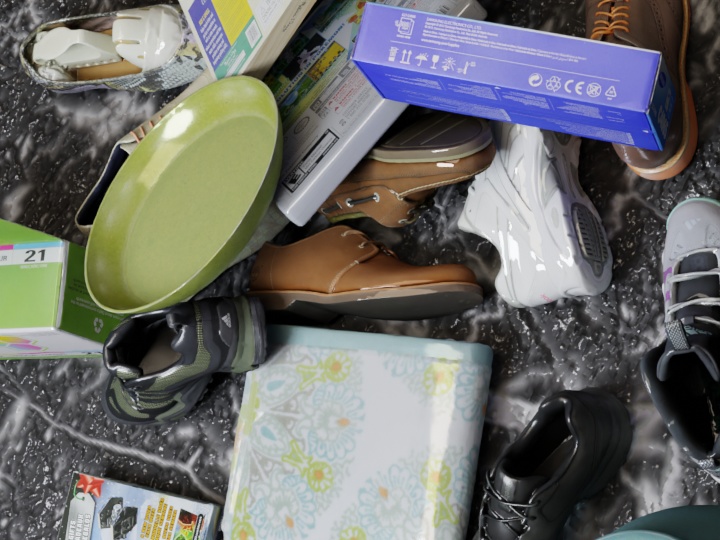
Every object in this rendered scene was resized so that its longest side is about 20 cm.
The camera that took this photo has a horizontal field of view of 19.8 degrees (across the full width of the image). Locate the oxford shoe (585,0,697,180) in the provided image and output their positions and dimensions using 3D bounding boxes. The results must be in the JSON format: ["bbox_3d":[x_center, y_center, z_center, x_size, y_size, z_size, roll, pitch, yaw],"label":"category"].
[{"bbox_3d":[0.188,-0.166,1.430,0.071,0.073,0.201,-19,69,25],"label":"oxford shoe"}]

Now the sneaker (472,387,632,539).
[{"bbox_3d":[0.107,0.165,1.389,0.076,0.091,0.201,24,92,30],"label":"sneaker"}]

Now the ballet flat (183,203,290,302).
[{"bbox_3d":[-0.111,-0.034,1.579,0.200,0.062,0.068,-44,61,14],"label":"ballet flat"}]

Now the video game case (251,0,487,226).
[{"bbox_3d":[-0.014,-0.141,1.510,0.200,0.022,0.182,-49,31,2],"label":"video game case"}]

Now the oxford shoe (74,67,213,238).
[{"bbox_3d":[-0.144,-0.094,1.605,0.071,0.074,0.200,40,98,34],"label":"oxford shoe"}]

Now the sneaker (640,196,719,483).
[{"bbox_3d":[0.219,0.036,1.323,0.078,0.140,0.201,-21,69,25],"label":"sneaker"}]

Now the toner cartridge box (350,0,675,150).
[{"bbox_3d":[0.102,-0.127,1.357,0.199,0.095,0.043,12,83,16],"label":"toner cartridge box"}]

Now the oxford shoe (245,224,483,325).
[{"bbox_3d":[0.000,0.000,1.504,0.199,0.071,0.072,0,75,32],"label":"oxford shoe"}]

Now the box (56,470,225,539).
[{"bbox_3d":[-0.178,0.263,1.560,0.137,0.040,0.201,10,83,31],"label":"box"}]

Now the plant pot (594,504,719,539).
[{"bbox_3d":[0.201,0.231,1.260,0.199,0.188,0.201,-8,74,29],"label":"plant pot"}]

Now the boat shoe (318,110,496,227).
[{"bbox_3d":[0.032,-0.070,1.483,0.200,0.072,0.068,3,116,54],"label":"boat shoe"}]

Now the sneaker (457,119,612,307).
[{"bbox_3d":[0.106,-0.067,1.455,0.099,0.078,0.201,-21,68,28],"label":"sneaker"}]

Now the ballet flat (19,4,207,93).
[{"bbox_3d":[-0.193,-0.179,1.659,0.200,0.072,0.072,-5,76,29],"label":"ballet flat"}]

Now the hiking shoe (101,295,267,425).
[{"bbox_3d":[-0.155,0.061,1.536,0.200,0.100,0.076,-34,56,47],"label":"hiking shoe"}]

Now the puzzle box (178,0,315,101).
[{"bbox_3d":[-0.076,-0.234,1.511,0.200,0.025,0.133,-49,58,48],"label":"puzzle box"}]

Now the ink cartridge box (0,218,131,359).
[{"bbox_3d":[-0.288,0.014,1.590,0.147,0.200,0.076,-3,77,30],"label":"ink cartridge box"}]

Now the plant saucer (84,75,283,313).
[{"bbox_3d":[-0.122,-0.050,1.500,0.200,0.031,0.200,-31,39,29],"label":"plant saucer"}]

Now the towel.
[{"bbox_3d":[-0.005,0.128,1.490,0.199,0.048,0.172,4,83,31],"label":"towel"}]
